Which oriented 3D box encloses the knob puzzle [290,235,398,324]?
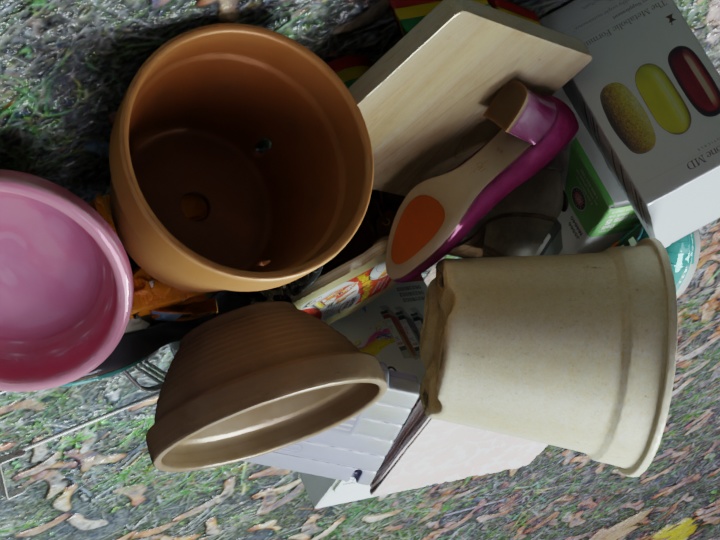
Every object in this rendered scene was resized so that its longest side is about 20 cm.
[{"bbox_3d":[0.000,0.000,1.738,0.219,0.031,0.220,-29,169,-6],"label":"knob puzzle"}]

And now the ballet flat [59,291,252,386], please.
[{"bbox_3d":[-0.176,0.035,1.613,0.199,0.073,0.073,-17,154,-33],"label":"ballet flat"}]

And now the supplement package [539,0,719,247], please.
[{"bbox_3d":[0.251,-0.140,1.678,0.113,0.201,0.110,-29,156,3],"label":"supplement package"}]

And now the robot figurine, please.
[{"bbox_3d":[-0.124,-0.027,1.596,0.199,0.146,0.058,-12,172,-37],"label":"robot figurine"}]

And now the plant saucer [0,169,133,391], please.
[{"bbox_3d":[-0.272,0.001,1.509,0.199,0.051,0.202,2,125,3],"label":"plant saucer"}]

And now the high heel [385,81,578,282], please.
[{"bbox_3d":[0.103,-0.064,1.639,0.096,0.067,0.201,24,102,-49],"label":"high heel"}]

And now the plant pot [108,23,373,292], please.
[{"bbox_3d":[-0.107,-0.068,1.492,0.199,0.201,0.140,-13,168,-28],"label":"plant pot"}]

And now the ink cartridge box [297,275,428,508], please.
[{"bbox_3d":[0.002,0.103,1.898,0.145,0.201,0.145,-8,149,-37],"label":"ink cartridge box"}]

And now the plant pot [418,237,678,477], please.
[{"bbox_3d":[0.148,0.063,1.634,0.182,0.202,0.201,6,148,-7],"label":"plant pot"}]

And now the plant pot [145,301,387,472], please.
[{"bbox_3d":[-0.085,0.086,1.588,0.200,0.093,0.201,-17,165,-5],"label":"plant pot"}]

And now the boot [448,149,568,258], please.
[{"bbox_3d":[0.118,-0.077,1.794,0.070,0.200,0.147,7,104,-37],"label":"boot"}]

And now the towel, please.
[{"bbox_3d":[0.120,0.135,1.811,0.199,0.032,0.191,-7,147,-34],"label":"towel"}]

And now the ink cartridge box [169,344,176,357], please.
[{"bbox_3d":[-0.136,0.064,1.786,0.067,0.116,0.200,-22,154,-9],"label":"ink cartridge box"}]

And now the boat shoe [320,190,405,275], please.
[{"bbox_3d":[0.029,-0.052,1.780,0.200,0.072,0.067,-40,155,31],"label":"boat shoe"}]

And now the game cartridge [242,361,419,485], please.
[{"bbox_3d":[-0.061,0.120,1.722,0.199,0.038,0.130,13,124,-19],"label":"game cartridge"}]

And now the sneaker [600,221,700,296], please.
[{"bbox_3d":[0.228,0.015,1.762,0.080,0.072,0.200,-11,153,-36],"label":"sneaker"}]

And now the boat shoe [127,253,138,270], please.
[{"bbox_3d":[-0.220,0.003,1.646,0.199,0.068,0.072,-22,148,-38],"label":"boat shoe"}]

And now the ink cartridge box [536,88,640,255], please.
[{"bbox_3d":[0.192,-0.063,1.833,0.084,0.146,0.200,-12,151,-29],"label":"ink cartridge box"}]

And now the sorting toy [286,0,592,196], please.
[{"bbox_3d":[0.054,-0.156,1.607,0.200,0.070,0.198,-40,152,27],"label":"sorting toy"}]

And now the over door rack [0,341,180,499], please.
[{"bbox_3d":[-0.258,0.098,1.675,0.199,0.147,0.067,-34,118,-22],"label":"over door rack"}]
